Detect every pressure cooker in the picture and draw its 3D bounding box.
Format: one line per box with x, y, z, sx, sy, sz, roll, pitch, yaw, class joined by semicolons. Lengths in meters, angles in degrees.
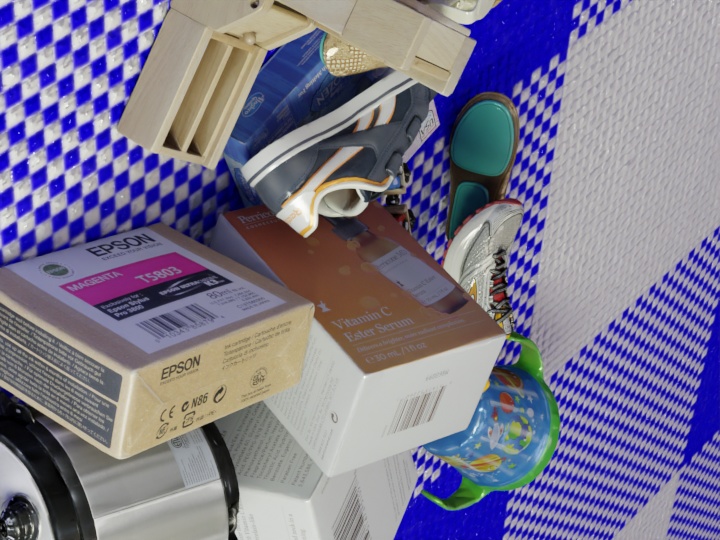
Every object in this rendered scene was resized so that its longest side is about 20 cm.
-0.208;0.176;1.321;0.199;0.175;0.181;-13;123;-41;pressure cooker

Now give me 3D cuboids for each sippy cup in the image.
0.122;0.156;1.942;0.130;0.139;0.180;21;59;-51;sippy cup

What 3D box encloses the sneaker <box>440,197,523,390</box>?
0.120;0.026;1.747;0.077;0.082;0.202;-9;121;-50;sneaker

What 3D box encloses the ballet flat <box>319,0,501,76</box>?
0.053;-0.207;1.456;0.200;0.065;0.071;-40;142;-31;ballet flat

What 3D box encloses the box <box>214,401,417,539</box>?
-0.051;0.177;1.584;0.200;0.129;0.201;79;28;-43;box

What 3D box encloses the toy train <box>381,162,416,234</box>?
0.027;-0.029;1.536;0.046;0.034;0.202;-32;117;-62;toy train

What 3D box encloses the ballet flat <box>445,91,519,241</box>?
0.121;-0.104;1.764;0.073;0.067;0.202;-60;160;-46;ballet flat

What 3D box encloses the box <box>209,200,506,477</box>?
-0.013;0.041;1.449;0.151;0.200;0.107;-15;139;-39;box

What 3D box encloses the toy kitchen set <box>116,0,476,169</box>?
-0.027;-0.130;1.340;0.163;0.199;0.182;11;107;-60;toy kitchen set

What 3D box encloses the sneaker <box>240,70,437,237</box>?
0.001;-0.093;1.440;0.199;0.080;0.078;-34;177;-30;sneaker

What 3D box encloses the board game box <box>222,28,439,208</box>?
-0.023;-0.121;1.523;0.200;0.043;0.200;-49;151;-19;board game box

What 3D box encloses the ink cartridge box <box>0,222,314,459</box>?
-0.158;0.044;1.328;0.199;0.164;0.076;-21;131;-50;ink cartridge box
